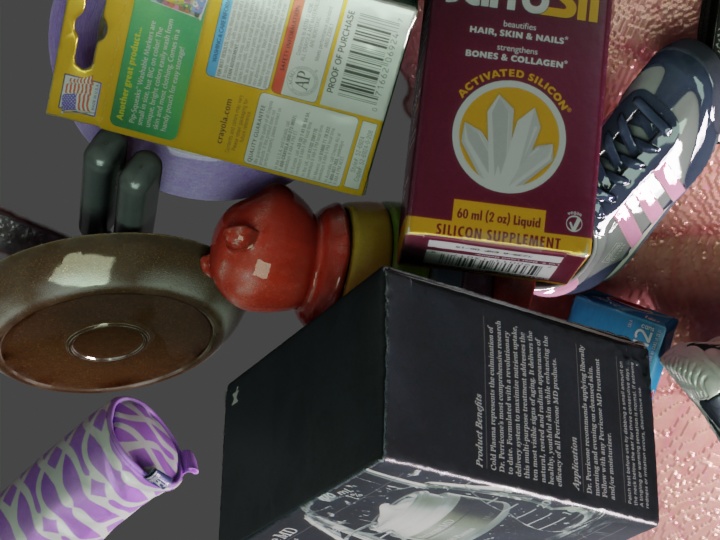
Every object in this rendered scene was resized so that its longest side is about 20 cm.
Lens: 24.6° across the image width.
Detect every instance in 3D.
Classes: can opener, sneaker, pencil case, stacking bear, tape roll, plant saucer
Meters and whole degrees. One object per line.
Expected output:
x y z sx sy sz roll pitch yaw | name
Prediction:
-0.164 -0.021 1.077 0.052 0.067 0.200 31 150 2 | can opener
0.162 -0.056 1.051 0.070 0.082 0.201 44 131 24 | sneaker
-0.214 0.175 1.221 0.199 0.084 0.085 -37 135 21 | pencil case
0.000 0.000 1.056 0.198 0.115 0.121 12 164 -17 | stacking bear
-0.093 -0.148 1.044 0.198 0.066 0.202 1 119 2 | tape roll
0.277 0.056 1.095 0.129 0.080 0.199 -39 155 8 | sneaker
-0.170 0.036 1.106 0.198 0.032 0.201 -8 152 -4 | plant saucer

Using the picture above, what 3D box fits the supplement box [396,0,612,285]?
0.087 -0.102 0.990 0.109 0.086 0.202 7 78 -1 | supplement box

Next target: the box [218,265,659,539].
0.044 0.110 1.010 0.195 0.125 0.200 18 148 -26 | box

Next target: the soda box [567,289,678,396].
0.154 0.119 1.138 0.067 0.064 0.202 19 99 16 | soda box

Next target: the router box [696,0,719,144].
0.289 -0.176 1.022 0.147 0.051 0.202 2 119 -1 | router box

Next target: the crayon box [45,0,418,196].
-0.076 -0.133 0.986 0.198 0.052 0.127 14 118 -7 | crayon box
